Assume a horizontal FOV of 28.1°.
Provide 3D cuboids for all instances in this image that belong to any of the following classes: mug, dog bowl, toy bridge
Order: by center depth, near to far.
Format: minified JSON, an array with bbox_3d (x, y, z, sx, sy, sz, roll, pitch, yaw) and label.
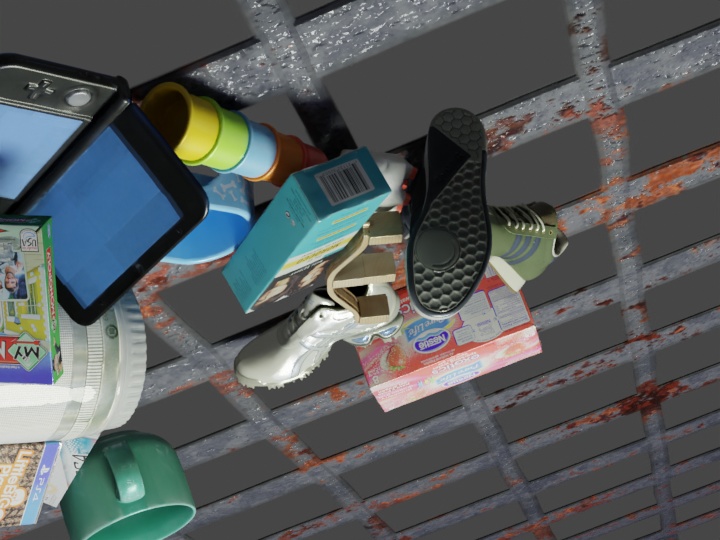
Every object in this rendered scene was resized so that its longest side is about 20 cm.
[{"bbox_3d":[-0.175,-0.054,1.258,0.199,0.050,0.111,10,143,-45],"label":"dog bowl"},{"bbox_3d":[0.000,0.000,1.365,0.067,0.027,0.200,-6,154,-5],"label":"toy bridge"},{"bbox_3d":[-0.276,0.253,1.713,0.151,0.115,0.185,1,147,-45],"label":"mug"}]

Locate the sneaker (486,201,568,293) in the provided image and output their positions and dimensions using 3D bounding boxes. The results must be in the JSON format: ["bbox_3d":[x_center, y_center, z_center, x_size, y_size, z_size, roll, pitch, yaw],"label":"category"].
[{"bbox_3d":[0.160,-0.047,1.500,0.090,0.067,0.200,-35,150,8],"label":"sneaker"}]

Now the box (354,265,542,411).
[{"bbox_3d":[0.096,0.071,1.635,0.199,0.103,0.095,-22,155,3],"label":"box"}]

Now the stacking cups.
[{"bbox_3d":[-0.100,-0.109,1.208,0.060,0.061,0.200,-33,157,27],"label":"stacking cups"}]

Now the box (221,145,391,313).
[{"bbox_3d":[-0.052,-0.033,1.281,0.082,0.049,0.200,-24,167,-31],"label":"box"}]

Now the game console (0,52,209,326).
[{"bbox_3d":[-0.248,-0.055,1.125,0.170,0.119,0.200,7,143,-44],"label":"game console"}]

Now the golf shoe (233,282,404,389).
[{"bbox_3d":[-0.055,0.055,1.556,0.199,0.079,0.097,-25,137,0],"label":"golf shoe"}]

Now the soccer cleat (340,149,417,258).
[{"bbox_3d":[-0.010,-0.060,1.358,0.077,0.070,0.200,19,151,-9],"label":"soccer cleat"}]

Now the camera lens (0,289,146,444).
[{"bbox_3d":[-0.312,0.074,1.287,0.199,0.161,0.160,0,149,-35],"label":"camera lens"}]

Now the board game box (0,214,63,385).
[{"bbox_3d":[-0.340,0.021,1.142,0.198,0.136,0.029,2,-161,6],"label":"board game box"}]

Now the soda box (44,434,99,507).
[{"bbox_3d":[-0.332,0.185,1.579,0.068,0.064,0.200,23,141,-12],"label":"soda box"}]

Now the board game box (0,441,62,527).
[{"bbox_3d":[-0.413,0.162,1.355,0.199,0.159,0.097,2,118,-43],"label":"board game box"}]

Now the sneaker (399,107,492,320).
[{"bbox_3d":[0.074,-0.026,1.326,0.076,0.204,0.146,11,154,-3],"label":"sneaker"}]
